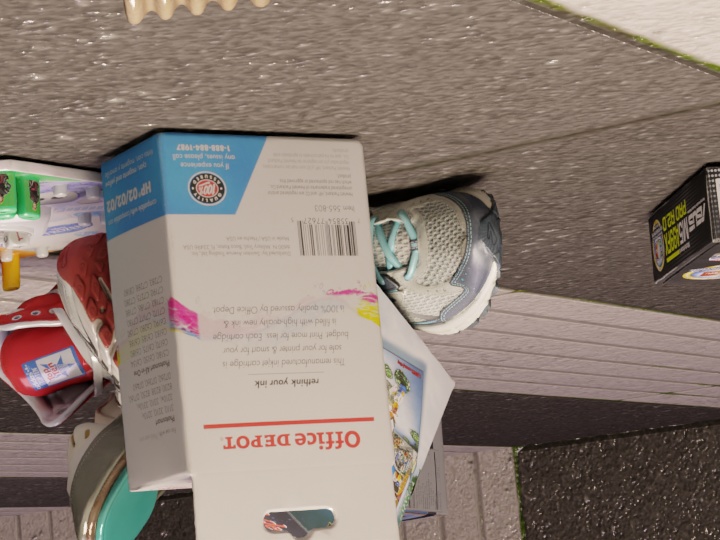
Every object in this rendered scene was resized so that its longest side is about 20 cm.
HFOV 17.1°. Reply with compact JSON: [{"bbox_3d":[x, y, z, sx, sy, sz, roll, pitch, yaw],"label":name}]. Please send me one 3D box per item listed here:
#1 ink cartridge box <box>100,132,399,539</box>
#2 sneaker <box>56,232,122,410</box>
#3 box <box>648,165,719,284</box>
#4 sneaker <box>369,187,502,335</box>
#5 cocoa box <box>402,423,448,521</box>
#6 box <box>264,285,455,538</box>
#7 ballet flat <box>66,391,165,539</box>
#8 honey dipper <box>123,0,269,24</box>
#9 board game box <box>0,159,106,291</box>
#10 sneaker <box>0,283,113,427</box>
[{"bbox_3d":[-0.052,0.041,1.133,0.114,0.202,0.068,0,169,-32],"label":"ink cartridge box"},{"bbox_3d":[-0.105,0.052,1.251,0.082,0.078,0.200,5,147,34],"label":"sneaker"},{"bbox_3d":[0.282,-0.032,1.400,0.198,0.045,0.160,-4,171,-6],"label":"box"},{"bbox_3d":[0.000,0.000,1.330,0.086,0.078,0.199,5,167,-36],"label":"sneaker"},{"bbox_3d":[-0.030,0.189,2.376,0.199,0.135,0.131,-10,170,24],"label":"cocoa box"},{"bbox_3d":[-0.028,0.065,1.259,0.037,0.137,0.200,6,150,34],"label":"box"},{"bbox_3d":[-0.130,0.102,1.347,0.063,0.068,0.200,16,-154,16],"label":"ballet flat"},{"bbox_3d":[0.022,-0.111,0.756,0.198,0.038,0.038,-9,172,-4],"label":"honey dipper"},{"bbox_3d":[-0.192,-0.018,1.249,0.199,0.026,0.199,-11,170,33],"label":"board game box"},{"bbox_3d":[-0.128,0.032,1.336,0.199,0.072,0.112,-9,-160,46],"label":"sneaker"}]
